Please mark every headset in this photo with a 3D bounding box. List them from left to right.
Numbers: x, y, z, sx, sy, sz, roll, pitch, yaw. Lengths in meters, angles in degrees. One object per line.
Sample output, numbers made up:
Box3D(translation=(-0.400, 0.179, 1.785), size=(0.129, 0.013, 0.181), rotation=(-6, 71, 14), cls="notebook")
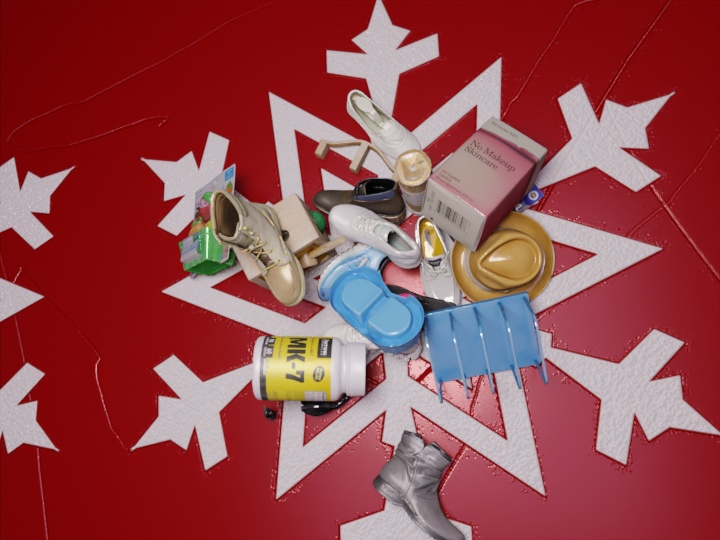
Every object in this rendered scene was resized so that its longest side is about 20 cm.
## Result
Box3D(translation=(-0.101, 0.233, 1.143), size=(0.198, 0.094, 0.124), rotation=(-29, 71, -11), cls="headset")

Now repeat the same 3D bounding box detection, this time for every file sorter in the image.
Box3D(translation=(0.219, 0.141, 1.032), size=(0.197, 0.123, 0.141), rotation=(-13, 104, 9), cls="file sorter")

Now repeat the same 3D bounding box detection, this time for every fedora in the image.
Box3D(translation=(0.269, -0.019, 1.075), size=(0.197, 0.082, 0.204), rotation=(0, 90, 1), cls="fedora")

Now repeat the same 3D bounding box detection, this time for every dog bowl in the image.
Box3D(translation=(0.031, 0.075, 1.068), size=(0.199, 0.050, 0.111), rotation=(35, 69, 32), cls="dog bowl")

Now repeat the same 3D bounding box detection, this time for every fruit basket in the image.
Box3D(translation=(-0.313, -0.098, 1.197), size=(0.184, 0.093, 0.203), rotation=(-17, 72, 47), cls="fruit basket")

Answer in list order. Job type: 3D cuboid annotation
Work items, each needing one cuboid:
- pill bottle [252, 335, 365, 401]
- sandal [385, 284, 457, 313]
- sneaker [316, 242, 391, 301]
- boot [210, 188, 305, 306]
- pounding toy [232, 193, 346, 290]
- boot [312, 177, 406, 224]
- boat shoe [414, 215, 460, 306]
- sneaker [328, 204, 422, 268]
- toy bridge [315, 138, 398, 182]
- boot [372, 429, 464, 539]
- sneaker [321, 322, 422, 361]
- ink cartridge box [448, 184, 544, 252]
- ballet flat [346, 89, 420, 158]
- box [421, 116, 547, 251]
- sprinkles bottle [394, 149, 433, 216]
Box3D(translation=(-0.089, 0.178, 1.054), size=(0.197, 0.114, 0.116), rotation=(0, 80, 0), cls="pill bottle")
Box3D(translation=(0.091, 0.074, 1.115), size=(0.197, 0.045, 0.076), rotation=(8, 105, 23), cls="sandal")
Box3D(translation=(0.000, 0.000, 1.150), size=(0.199, 0.078, 0.090), rotation=(-38, 78, 3), cls="sneaker")
Box3D(translation=(-0.173, -0.036, 0.978), size=(0.071, 0.154, 0.202), rotation=(-28, 75, 14), cls="boot")
Box3D(translation=(-0.124, -0.046, 1.127), size=(0.198, 0.184, 0.143), rotation=(-31, 76, 4), cls="pounding toy")
Box3D(translation=(-0.007, -0.154, 1.160), size=(0.197, 0.097, 0.076), rotation=(8, 60, 11), cls="boot")
Box3D(translation=(0.146, -0.011, 1.124), size=(0.070, 0.070, 0.203), rotation=(-12, 80, 10), cls="boat shoe")
Box3D(translation=(0.030, -0.076, 1.092), size=(0.198, 0.080, 0.071), rotation=(27, 81, 9), cls="sneaker")
Box3D(translation=(-0.001, -0.237, 1.218), size=(0.198, 0.027, 0.068), rotation=(26, 83, 15), cls="toy bridge")
Box3D(translation=(0.131, 0.394, 1.059), size=(0.199, 0.070, 0.132), rotation=(36, 83, 11), cls="boot")
Box3D(translation=(0.020, 0.125, 1.111), size=(0.197, 0.081, 0.076), rotation=(1, 66, 7), cls="sneaker")
Box3D(translation=(0.254, -0.128, 1.144), size=(0.199, 0.037, 0.095), rotation=(-36, 75, 1), cls="ink cartridge box")
Box3D(translation=(0.041, -0.302, 1.202), size=(0.069, 0.069, 0.200), rotation=(-45, 75, 1), cls="ballet flat")
Box3D(translation=(0.221, -0.158, 1.047), size=(0.127, 0.109, 0.200), rotation=(36, 65, 19), cls="box")
Box3D(translation=(0.108, -0.159, 1.092), size=(0.067, 0.200, 0.069), rotation=(-2, 80, 11), cls="sprinkles bottle")
